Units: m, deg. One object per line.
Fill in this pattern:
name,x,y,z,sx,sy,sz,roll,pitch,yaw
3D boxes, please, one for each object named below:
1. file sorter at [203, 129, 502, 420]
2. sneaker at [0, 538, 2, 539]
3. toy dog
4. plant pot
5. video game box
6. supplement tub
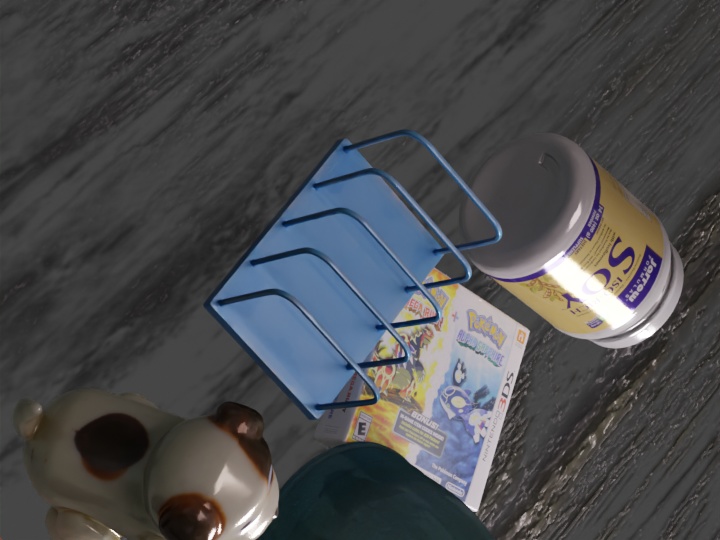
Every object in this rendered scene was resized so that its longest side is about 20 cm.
file sorter,0.000,0.000,1.598,0.139,0.122,0.200,47,63,-18
sneaker,-0.307,0.232,1.349,0.199,0.082,0.078,-24,110,-43
toy dog,-0.142,0.145,1.431,0.140,0.199,0.194,-55,129,-29
plant pot,0.039,0.266,1.610,0.199,0.187,0.202,-14,113,-37
video game box,0.060,0.100,1.754,0.200,0.047,0.183,31,68,-43
supplement tub,0.200,-0.023,1.820,0.200,0.145,0.146,35,68,-41
